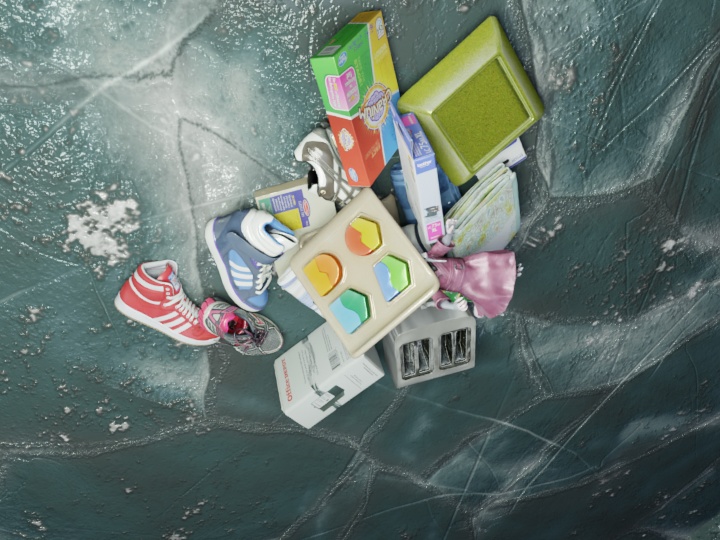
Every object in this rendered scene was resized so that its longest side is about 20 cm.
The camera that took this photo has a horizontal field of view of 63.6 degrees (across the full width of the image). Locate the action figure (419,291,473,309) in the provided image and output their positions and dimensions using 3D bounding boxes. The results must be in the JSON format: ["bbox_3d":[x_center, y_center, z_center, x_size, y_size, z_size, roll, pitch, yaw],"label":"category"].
[{"bbox_3d":[0.117,0.028,1.028,0.195,0.055,0.120,7,129,-1],"label":"action figure"}]

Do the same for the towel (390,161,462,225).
[{"bbox_3d":[0.131,-0.120,1.056,0.110,0.049,0.202,-25,128,2],"label":"towel"}]

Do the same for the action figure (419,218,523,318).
[{"bbox_3d":[0.153,0.000,0.938,0.196,0.149,0.137,11,83,-10],"label":"action figure"}]

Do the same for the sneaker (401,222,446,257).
[{"bbox_3d":[0.120,-0.006,1.077,0.079,0.077,0.202,-19,124,19],"label":"sneaker"}]

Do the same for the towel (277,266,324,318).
[{"bbox_3d":[-0.038,0.021,1.044,0.147,0.024,0.200,-43,130,7],"label":"towel"}]

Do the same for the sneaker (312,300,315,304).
[{"bbox_3d":[0.000,0.000,0.982,0.198,0.091,0.078,-35,139,18],"label":"sneaker"}]

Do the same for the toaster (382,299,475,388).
[{"bbox_3d":[0.138,0.129,1.191,0.177,0.119,0.203,-13,127,-9],"label":"toaster"}]

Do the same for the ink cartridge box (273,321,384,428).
[{"bbox_3d":[-0.067,0.193,1.156,0.199,0.148,0.083,-36,128,11],"label":"ink cartridge box"}]

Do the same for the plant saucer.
[{"bbox_3d":[0.189,-0.255,0.929,0.199,0.048,0.200,-40,124,9],"label":"plant saucer"}]

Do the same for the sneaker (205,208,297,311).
[{"bbox_3d":[-0.164,-0.013,0.989,0.144,0.081,0.203,-5,126,24],"label":"sneaker"}]

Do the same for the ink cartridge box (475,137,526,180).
[{"bbox_3d":[0.207,-0.250,0.994,0.098,0.039,0.201,-31,126,5],"label":"ink cartridge box"}]

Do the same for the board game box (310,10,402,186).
[{"bbox_3d":[0.006,-0.253,0.865,0.040,0.154,0.202,8,136,30],"label":"board game box"}]

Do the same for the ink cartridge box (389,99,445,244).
[{"bbox_3d":[0.091,-0.154,0.902,0.041,0.121,0.202,-18,135,1],"label":"ink cartridge box"}]

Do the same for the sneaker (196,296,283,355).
[{"bbox_3d":[-0.211,0.116,1.070,0.199,0.074,0.082,32,79,-52],"label":"sneaker"}]

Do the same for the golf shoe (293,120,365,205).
[{"bbox_3d":[-0.039,-0.139,0.952,0.094,0.078,0.202,-33,118,-5],"label":"golf shoe"}]

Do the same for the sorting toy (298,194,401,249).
[{"bbox_3d":[-0.001,-0.021,1.067,0.197,0.037,0.187,-28,130,-12],"label":"sorting toy"}]

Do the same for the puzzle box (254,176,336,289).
[{"bbox_3d":[-0.101,-0.067,1.036,0.130,0.026,0.203,-15,127,-6],"label":"puzzle box"}]

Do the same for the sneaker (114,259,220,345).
[{"bbox_3d":[-0.318,0.056,1.027,0.198,0.072,0.113,27,117,-28],"label":"sneaker"}]

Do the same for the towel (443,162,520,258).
[{"bbox_3d":[0.220,-0.076,1.054,0.171,0.048,0.201,-45,145,-12],"label":"towel"}]

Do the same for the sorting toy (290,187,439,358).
[{"bbox_3d":[-0.002,0.003,0.897,0.185,0.201,0.036,-41,163,17],"label":"sorting toy"}]
